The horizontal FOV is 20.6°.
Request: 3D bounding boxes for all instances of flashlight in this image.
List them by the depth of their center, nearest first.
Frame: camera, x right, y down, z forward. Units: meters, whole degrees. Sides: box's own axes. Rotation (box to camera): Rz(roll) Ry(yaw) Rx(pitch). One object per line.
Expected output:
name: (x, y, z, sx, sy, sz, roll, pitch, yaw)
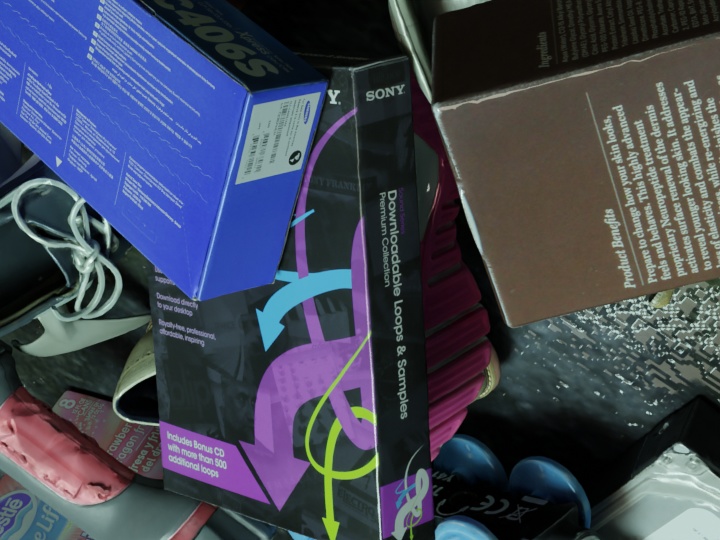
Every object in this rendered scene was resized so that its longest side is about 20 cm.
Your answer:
flashlight: (-0.138, 0.094, 0.979, 0.199, 0.068, 0.068, 37, 173, 3)

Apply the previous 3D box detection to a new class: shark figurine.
shark figurine: (-0.166, -0.046, 0.941, 0.215, 0.089, 0.128, 56, 167, -13)

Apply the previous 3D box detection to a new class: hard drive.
hard drive: (0.154, 0.157, 0.965, 0.139, 0.038, 0.200, 38, 138, -6)

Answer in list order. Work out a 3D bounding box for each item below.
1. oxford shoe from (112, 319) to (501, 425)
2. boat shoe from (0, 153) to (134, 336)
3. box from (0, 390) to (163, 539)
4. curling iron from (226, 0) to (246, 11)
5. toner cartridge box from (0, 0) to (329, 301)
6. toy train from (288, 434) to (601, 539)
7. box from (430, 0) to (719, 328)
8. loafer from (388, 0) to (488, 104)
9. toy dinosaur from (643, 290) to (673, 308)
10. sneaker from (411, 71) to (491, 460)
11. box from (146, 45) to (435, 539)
oxford shoe: (-0.028, 0.056, 0.950, 0.199, 0.074, 0.071, -3, 125, 32)
boat shoe: (-0.142, -0.014, 0.882, 0.199, 0.062, 0.075, -25, 129, -7)
box: (-0.157, 0.173, 1.042, 0.094, 0.201, 0.103, 13, 136, 19)
curling iron: (-0.045, -0.118, 0.833, 0.050, 0.026, 0.199, 47, 136, -12)
toner cartridge box: (-0.099, -0.082, 0.807, 0.200, 0.043, 0.096, 41, 126, 34)
toy train: (0.042, 0.144, 0.956, 0.199, 0.086, 0.115, 9, 121, 45)
box: (0.132, -0.058, 0.697, 0.198, 0.075, 0.101, -14, 124, 11)
loafer: (0.034, -0.150, 0.723, 0.069, 0.070, 0.201, 8, 133, 24)
toy dinosaur: (0.124, -0.084, 0.758, 0.100, 0.058, 0.201, 15, 125, -6)
sneaker: (0.000, 0.000, 0.868, 0.088, 0.081, 0.202, 17, 115, 43)
box: (-0.035, 0.007, 0.820, 0.142, 0.036, 0.202, 10, 108, 45)
